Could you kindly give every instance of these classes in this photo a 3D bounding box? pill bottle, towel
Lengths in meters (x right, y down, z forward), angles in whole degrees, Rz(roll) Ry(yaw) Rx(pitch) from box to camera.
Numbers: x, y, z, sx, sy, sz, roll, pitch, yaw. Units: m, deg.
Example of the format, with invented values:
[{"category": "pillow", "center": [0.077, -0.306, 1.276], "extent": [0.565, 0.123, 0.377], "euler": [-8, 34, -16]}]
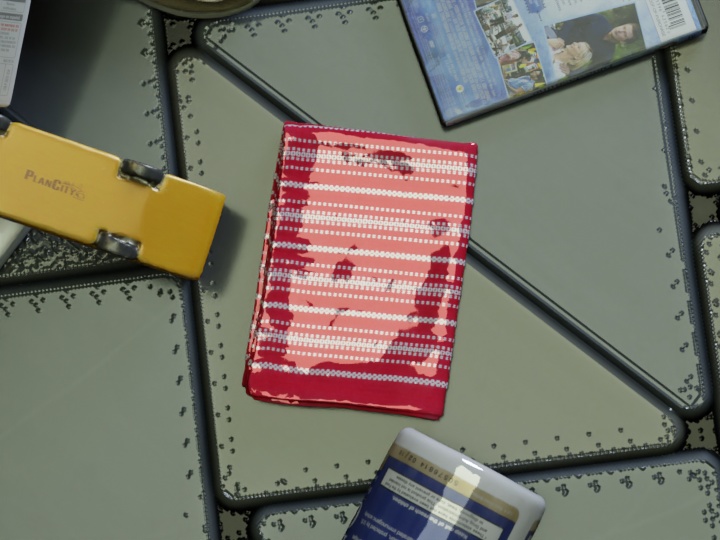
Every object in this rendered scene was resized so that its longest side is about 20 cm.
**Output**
[{"category": "pill bottle", "center": [0.030, 0.215, 1.216], "extent": [0.111, 0.111, 0.200], "euler": [27, 86, 7]}, {"category": "towel", "center": [0.000, 0.000, 1.290], "extent": [0.144, 0.022, 0.201], "euler": [8, 83, 5]}]

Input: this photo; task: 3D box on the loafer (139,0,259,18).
[{"category": "loafer", "center": [-0.159, -0.232, 1.306], "extent": [0.200, 0.070, 0.075], "euler": [14, 84, 6]}]

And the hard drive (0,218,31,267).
[{"category": "hard drive", "center": [-0.322, -0.024, 1.316], "extent": [0.132, 0.026, 0.200], "euler": [37, 87, 8]}]

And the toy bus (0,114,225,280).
[{"category": "toy bus", "center": [-0.195, -0.054, 1.255], "extent": [0.200, 0.078, 0.065], "euler": [18, 88, -11]}]

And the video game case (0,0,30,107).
[{"category": "video game case", "center": [-0.302, -0.201, 1.181], "extent": [0.200, 0.023, 0.183], "euler": [3, 110, -35]}]

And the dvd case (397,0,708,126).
[{"category": "dvd case", "center": [0.128, -0.201, 1.306], "extent": [0.200, 0.018, 0.143], "euler": [-20, 81, 3]}]
